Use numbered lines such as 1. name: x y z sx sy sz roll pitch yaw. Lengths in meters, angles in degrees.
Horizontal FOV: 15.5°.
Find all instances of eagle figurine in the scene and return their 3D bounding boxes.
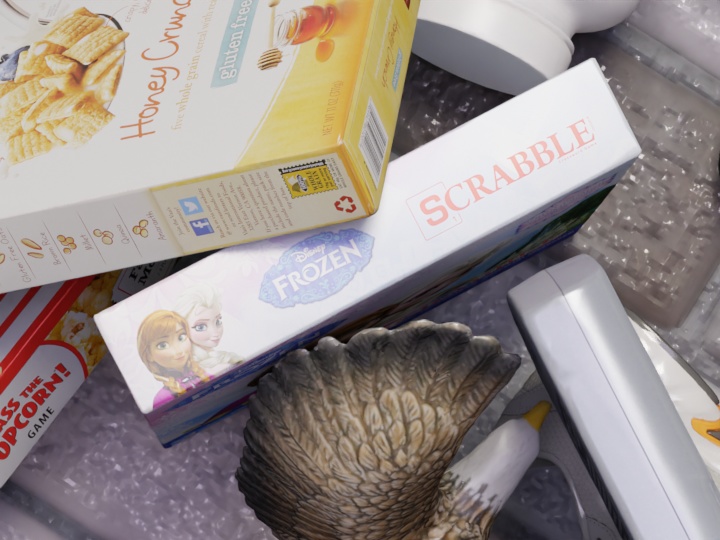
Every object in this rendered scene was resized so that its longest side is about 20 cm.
1. eagle figurine: 0.024 0.102 0.990 0.150 0.200 0.152 11 84 0

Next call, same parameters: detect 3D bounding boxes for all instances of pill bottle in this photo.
1. pill bottle: 0.082 -0.177 1.077 0.112 0.112 0.201 22 82 2

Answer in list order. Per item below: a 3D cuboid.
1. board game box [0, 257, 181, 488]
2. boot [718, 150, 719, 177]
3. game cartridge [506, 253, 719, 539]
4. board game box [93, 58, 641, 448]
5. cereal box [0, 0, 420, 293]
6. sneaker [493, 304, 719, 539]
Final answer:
1. board game box: -0.150 -0.017 1.048 0.151 0.046 0.200 32 80 34
2. boot: 0.250 -0.102 1.095 0.153 0.073 0.205 24 83 -2
3. game cartridge: 0.095 0.061 0.940 0.040 0.200 0.134 -30 81 1
4. board game box: 0.000 0.000 1.006 0.199 0.200 0.041 -28 84 -4
5. cereal box: -0.081 -0.059 0.959 0.198 0.040 0.144 -11 39 19
6. sneaker: 0.136 0.110 1.065 0.092 0.076 0.200 -44 78 1
